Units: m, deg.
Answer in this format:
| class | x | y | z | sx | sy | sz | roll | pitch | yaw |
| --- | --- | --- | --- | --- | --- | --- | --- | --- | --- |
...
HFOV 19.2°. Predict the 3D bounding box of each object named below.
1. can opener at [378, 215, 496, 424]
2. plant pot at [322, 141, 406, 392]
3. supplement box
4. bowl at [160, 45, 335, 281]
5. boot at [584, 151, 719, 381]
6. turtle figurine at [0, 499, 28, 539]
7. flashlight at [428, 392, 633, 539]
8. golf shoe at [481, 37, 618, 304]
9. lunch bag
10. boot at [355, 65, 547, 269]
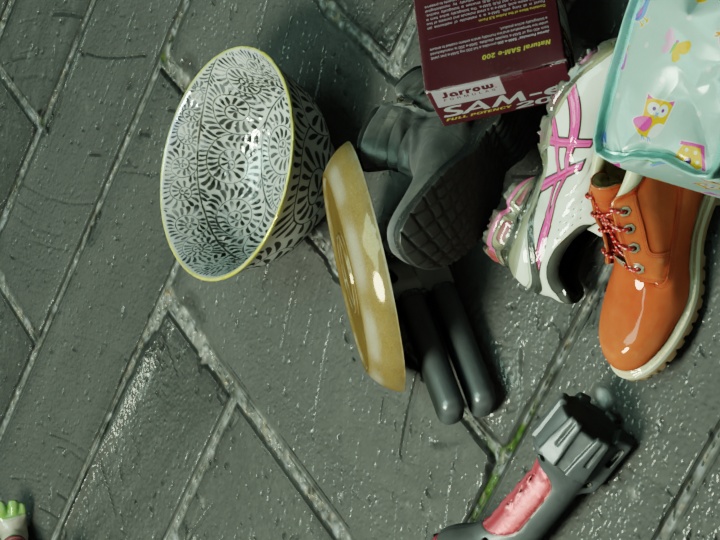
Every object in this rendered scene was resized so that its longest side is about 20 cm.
| class | x | y | z | sx | sy | sz | roll | pitch | yaw |
| --- | --- | --- | --- | --- | --- | --- | --- | --- | --- |
| can opener | 0.057 | 0.037 | 1.679 | 0.067 | 0.052 | 0.201 | 90 | 163 | -51 |
| plant pot | 0.000 | 0.000 | 1.671 | 0.200 | 0.027 | 0.202 | 167 | 90 | -85 |
| supplement box | 0.094 | -0.217 | 1.586 | 0.108 | 0.061 | 0.202 | -11 | 65 | 13 |
| bowl | -0.081 | -0.086 | 1.839 | 0.200 | 0.094 | 0.203 | -15 | 71 | 50 |
| boot | 0.188 | -0.024 | 1.467 | 0.075 | 0.107 | 0.202 | 22 | 101 | 50 |
| turtle figurine | -0.363 | 0.295 | 2.066 | 0.144 | 0.199 | 0.194 | -49 | 36 | 13 |
| flashlight | 0.111 | 0.171 | 1.552 | 0.201 | 0.067 | 0.068 | -56 | 48 | 30 |
| golf shoe | 0.167 | -0.071 | 1.541 | 0.092 | 0.072 | 0.201 | 39 | 120 | 29 |
| lunch bag | 0.250 | -0.148 | 1.358 | 0.121 | 0.170 | 0.202 | 12 | 91 | 45 |
| boot | 0.046 | -0.077 | 1.619 | 0.131 | 0.070 | 0.200 | 6 | 43 | 39 |
